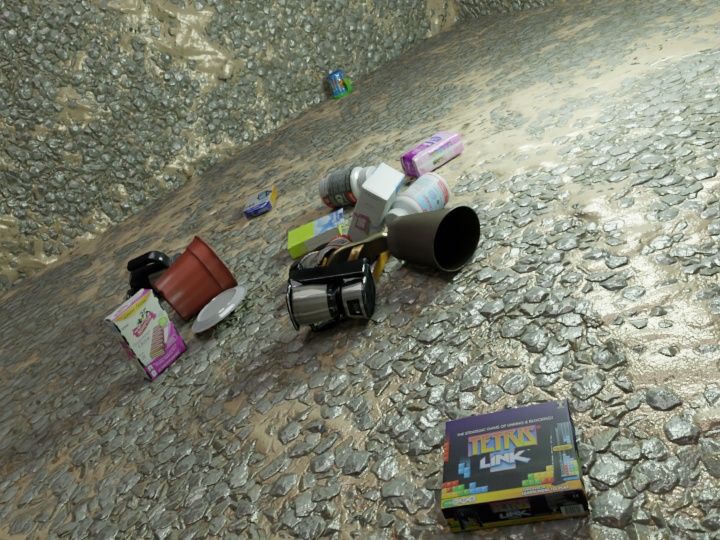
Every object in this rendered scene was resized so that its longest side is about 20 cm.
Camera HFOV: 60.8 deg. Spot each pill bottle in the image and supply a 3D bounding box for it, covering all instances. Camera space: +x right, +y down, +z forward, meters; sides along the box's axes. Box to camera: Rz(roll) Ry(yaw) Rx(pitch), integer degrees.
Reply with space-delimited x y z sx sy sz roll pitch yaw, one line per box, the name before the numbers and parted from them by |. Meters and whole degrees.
pill bottle | 0.157 -0.179 1.718 0.107 0.111 0.200 6 41 47
pill bottle | -0.035 -0.284 2.077 0.196 0.116 0.115 -7 31 33

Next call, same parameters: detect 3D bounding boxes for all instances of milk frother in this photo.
milk frother | -0.689 0.054 2.076 0.184 0.180 0.205 -18 70 16

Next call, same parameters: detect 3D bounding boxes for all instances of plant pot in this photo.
plant pot | -0.509 0.035 1.870 0.195 0.203 0.199 -44 30 -16

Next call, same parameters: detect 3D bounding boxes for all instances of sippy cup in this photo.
sippy cup | -0.127 -1.100 3.610 0.174 0.133 0.141 -13 28 26

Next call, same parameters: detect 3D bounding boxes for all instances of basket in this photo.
basket | 0.168 -0.080 1.512 0.180 0.138 0.198 -40 26 -29

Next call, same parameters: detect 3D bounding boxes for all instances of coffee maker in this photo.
coffee maker | -0.067 0.037 1.467 0.194 0.136 0.197 -9 57 9

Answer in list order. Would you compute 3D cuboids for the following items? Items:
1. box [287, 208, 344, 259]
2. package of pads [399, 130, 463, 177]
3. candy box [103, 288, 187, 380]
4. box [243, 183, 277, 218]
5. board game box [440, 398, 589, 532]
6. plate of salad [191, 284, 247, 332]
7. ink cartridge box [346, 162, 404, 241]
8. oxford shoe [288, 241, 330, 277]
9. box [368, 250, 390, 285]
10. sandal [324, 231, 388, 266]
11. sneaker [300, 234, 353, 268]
box | -0.135 -0.119 1.945 0.196 0.048 0.123 -23 27 6
package of pads | 0.239 -0.394 2.069 0.197 0.077 0.120 -33 24 -13
candy box | -0.572 0.171 1.649 0.060 0.203 0.137 1 37 43
box | -0.400 -0.273 2.460 0.116 0.042 0.202 -21 29 11
board game box | 0.219 0.281 0.895 0.195 0.058 0.167 -17 29 19
plate of salad | -0.400 0.116 1.768 0.197 0.049 0.201 -31 21 13
ink cartridge box | 0.039 -0.173 1.715 0.083 0.203 0.145 28 44 7
oxford shoe | -0.121 -0.042 1.769 0.196 0.074 0.085 -25 22 2
box | 0.000 0.000 1.621 0.116 0.042 0.202 -11 33 28
sandal | -0.004 -0.033 1.573 0.196 0.081 0.055 -24 47 -4
sneaker | -0.105 -0.018 1.659 0.199 0.078 0.083 -40 16 21
